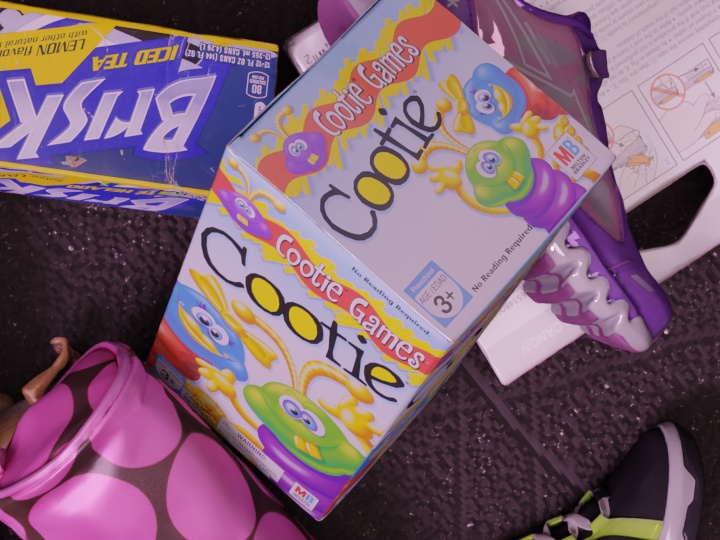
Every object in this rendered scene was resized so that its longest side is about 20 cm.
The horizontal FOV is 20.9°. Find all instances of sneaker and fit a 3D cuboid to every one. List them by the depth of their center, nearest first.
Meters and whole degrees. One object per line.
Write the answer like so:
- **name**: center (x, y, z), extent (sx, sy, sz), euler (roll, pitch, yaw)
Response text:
- **sneaker**: center (0.073, -0.059, 0.799), extent (0.088, 0.080, 0.201), euler (-39, 99, -13)
- **sneaker**: center (0.078, 0.147, 0.867), extent (0.082, 0.072, 0.201), euler (30, 93, -7)

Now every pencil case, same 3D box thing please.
- **pencil case**: center (-0.073, 0.126, 0.819), extent (0.093, 0.091, 0.200), euler (-32, 114, 14)

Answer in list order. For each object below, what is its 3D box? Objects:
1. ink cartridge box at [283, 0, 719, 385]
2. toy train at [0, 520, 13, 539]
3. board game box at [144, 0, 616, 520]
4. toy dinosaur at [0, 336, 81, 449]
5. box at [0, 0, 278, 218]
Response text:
- **ink cartridge box**: center (0.094, -0.078, 0.856), extent (0.199, 0.045, 0.177), euler (-33, 98, -1)
- **toy train**: center (-0.179, 0.052, 0.791), extent (0.045, 0.034, 0.201), euler (-5, 114, 16)
- **board game box**: center (0.000, 0.000, 0.756), extent (0.103, 0.200, 0.105), euler (41, 63, 6)
- **toy dinosaur**: center (-0.169, 0.082, 0.839), extent (0.199, 0.060, 0.107), euler (-28, 100, -2)
- **box**: center (-0.137, -0.069, 0.807), extent (0.198, 0.064, 0.071), euler (7, 82, -13)
